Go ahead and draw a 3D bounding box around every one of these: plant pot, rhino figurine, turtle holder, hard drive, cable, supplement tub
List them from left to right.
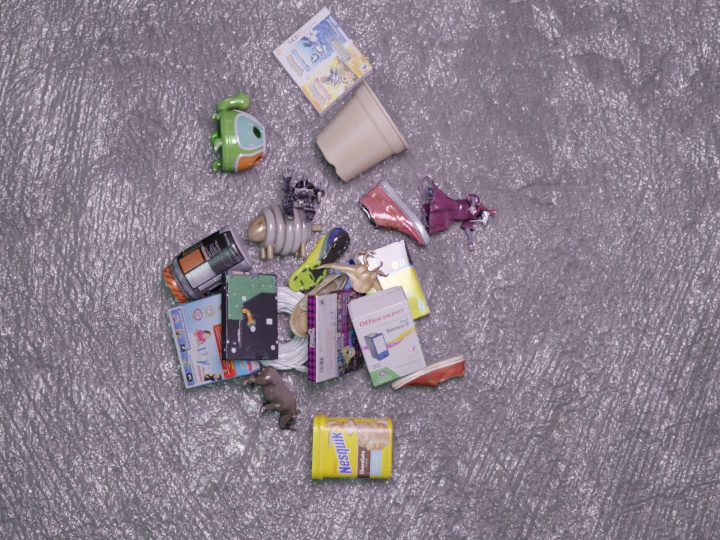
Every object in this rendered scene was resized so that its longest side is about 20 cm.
[{"bbox_3d":[-0.375,-0.012,1.576,0.196,0.123,0.125,-29,89,-1],"label":"supplement tub"},{"bbox_3d":[-0.306,-0.334,1.595,0.128,0.143,0.189,-3,48,-15],"label":"turtle holder"},{"bbox_3d":[-0.261,0.108,1.512,0.137,0.037,0.207,4,78,-36],"label":"hard drive"},{"bbox_3d":[-0.207,0.322,1.584,0.086,0.060,0.203,-27,112,5],"label":"rhino figurine"},{"bbox_3d":[-0.194,0.144,1.601,0.193,0.069,0.207,6,87,0],"label":"cable"},{"bbox_3d":[-0.005,-0.325,1.569,0.182,0.200,0.203,-35,89,9],"label":"plant pot"}]

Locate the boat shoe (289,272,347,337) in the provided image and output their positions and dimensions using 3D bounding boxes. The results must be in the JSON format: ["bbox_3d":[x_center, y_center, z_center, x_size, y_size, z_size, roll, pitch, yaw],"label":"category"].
[{"bbox_3d":[-0.100,0.079,1.555,0.074,0.063,0.201,49,50,-7],"label":"boat shoe"}]

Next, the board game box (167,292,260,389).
[{"bbox_3d":[-0.360,0.168,1.569,0.191,0.056,0.206,-15,88,21],"label":"board game box"}]

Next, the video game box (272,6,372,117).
[{"bbox_3d":[-0.096,-0.532,1.635,0.181,0.047,0.201,-40,89,1],"label":"video game box"}]

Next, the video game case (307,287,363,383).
[{"bbox_3d":[-0.058,0.151,1.545,0.035,0.179,0.207,5,98,38],"label":"video game case"}]

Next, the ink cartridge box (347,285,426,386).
[{"bbox_3d":[0.064,0.157,1.554,0.141,0.088,0.205,-18,115,-1],"label":"ink cartridge box"}]

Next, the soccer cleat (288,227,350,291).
[{"bbox_3d":[-0.106,-0.027,1.602,0.200,0.083,0.065,-46,122,-8],"label":"soccer cleat"}]

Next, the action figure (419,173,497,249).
[{"bbox_3d":[0.246,-0.150,1.618,0.194,0.136,0.151,0,45,-13],"label":"action figure"}]

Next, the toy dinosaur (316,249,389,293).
[{"bbox_3d":[0.000,0.000,1.561,0.196,0.058,0.103,28,73,-10],"label":"toy dinosaur"}]

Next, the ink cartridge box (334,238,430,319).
[{"bbox_3d":[0.053,0.048,1.619,0.195,0.047,0.203,-21,89,-3],"label":"ink cartridge box"}]

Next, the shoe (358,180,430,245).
[{"bbox_3d":[0.082,-0.123,1.604,0.090,0.072,0.201,-37,80,-9],"label":"shoe"}]

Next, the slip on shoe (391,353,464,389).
[{"bbox_3d":[0.172,0.265,1.601,0.194,0.074,0.063,-17,91,-6],"label":"slip on shoe"}]

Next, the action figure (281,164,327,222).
[{"bbox_3d":[-0.136,-0.195,1.542,0.115,0.202,0.105,7,119,-5],"label":"action figure"}]

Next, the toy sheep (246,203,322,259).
[{"bbox_3d":[-0.186,-0.098,1.582,0.195,0.137,0.143,-5,88,-30],"label":"toy sheep"}]

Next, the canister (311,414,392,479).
[{"bbox_3d":[-0.021,0.436,1.585,0.193,0.087,0.154,2,88,-2],"label":"canister"}]
